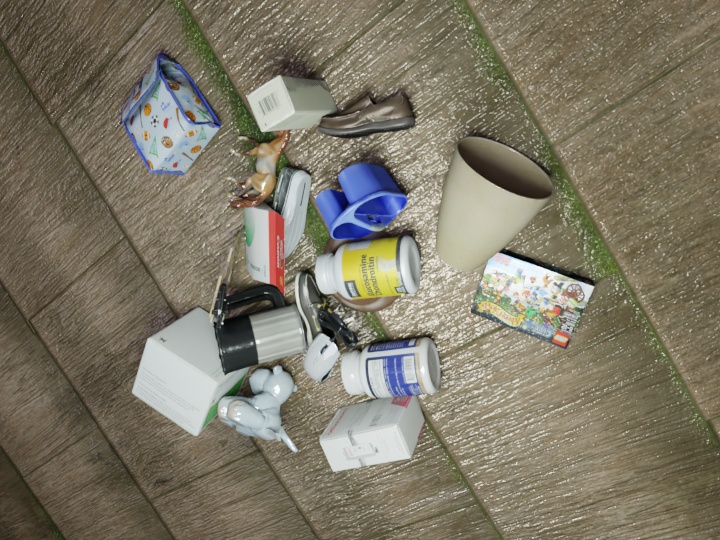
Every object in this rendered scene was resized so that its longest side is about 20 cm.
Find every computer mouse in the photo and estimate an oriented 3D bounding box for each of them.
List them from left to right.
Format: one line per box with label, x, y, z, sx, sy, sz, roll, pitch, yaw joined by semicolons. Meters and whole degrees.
computer mouse;-0.079;0.179;1.116;0.109;0.044;0.202;40;128;17

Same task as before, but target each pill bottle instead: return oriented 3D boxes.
pill bottle;0.015;-0.002;1.025;0.196;0.112;0.115;-7;104;22
pill bottle;0.065;0.212;1.109;0.196;0.116;0.118;-10;103;23

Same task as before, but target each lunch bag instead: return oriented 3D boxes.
lunch bag;-0.429;-0.341;1.123;0.169;0.123;0.202;-37;78;26

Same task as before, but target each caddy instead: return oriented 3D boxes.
caddy;0.008;-0.121;0.990;0.141;0.199;0.106;-38;75;28

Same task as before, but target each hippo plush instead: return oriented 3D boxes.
hippo plush;-0.229;0.297;1.207;0.196;0.163;0.160;3;145;33

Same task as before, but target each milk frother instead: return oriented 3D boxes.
milk frother;-0.221;0.112;1.111;0.184;0.200;0.184;-13;82;-18

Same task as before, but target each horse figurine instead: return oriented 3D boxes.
horse figurine;-0.220;-0.216;1.096;0.129;0.050;0.205;6;78;13

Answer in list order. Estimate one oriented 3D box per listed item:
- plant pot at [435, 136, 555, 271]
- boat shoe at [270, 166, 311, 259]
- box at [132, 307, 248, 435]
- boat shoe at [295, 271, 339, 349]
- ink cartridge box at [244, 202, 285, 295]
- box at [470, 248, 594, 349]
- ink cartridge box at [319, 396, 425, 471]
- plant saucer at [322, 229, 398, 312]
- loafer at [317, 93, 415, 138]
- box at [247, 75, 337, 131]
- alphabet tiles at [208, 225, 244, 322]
plant pot;0.215;-0.104;0.936;0.185;0.188;0.202;31;128;9
boat shoe;-0.161;-0.127;1.123;0.070;0.072;0.204;28;110;27
box;-0.392;0.234;1.240;0.197;0.199;0.174;29;114;8
boat shoe;-0.095;0.096;1.159;0.059;0.072;0.205;-4;112;22
ink cartridge box;-0.206;-0.052;1.097;0.049;0.200;0.165;-5;109;-21
box;0.329;0.052;1.004;0.196;0.038;0.139;20;112;14
ink cartridge box;0.029;0.356;1.150;0.197;0.146;0.084;-20;99;25
plant saucer;0.000;0.000;1.112;0.196;0.037;0.205;6;107;19
loafer;0.010;-0.301;1.003;0.195;0.073;0.073;-3;97;15
box;-0.122;-0.312;0.969;0.081;0.200;0.070;-21;99;23
alphabet tiles;-0.297;0.012;1.141;0.007;0.201;0.170;17;114;-9
